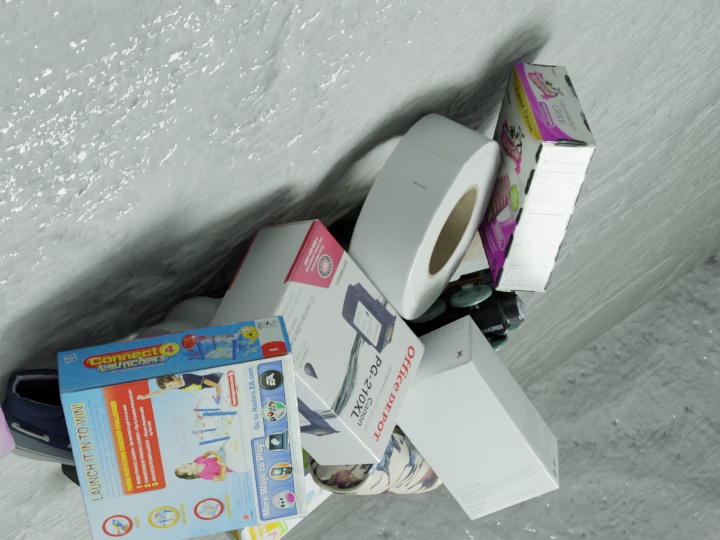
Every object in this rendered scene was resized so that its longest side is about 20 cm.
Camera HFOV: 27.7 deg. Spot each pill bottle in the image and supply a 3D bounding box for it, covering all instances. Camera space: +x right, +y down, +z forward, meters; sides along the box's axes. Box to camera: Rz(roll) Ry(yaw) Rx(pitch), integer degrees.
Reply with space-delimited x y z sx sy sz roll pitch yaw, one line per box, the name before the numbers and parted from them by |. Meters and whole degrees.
pill bottle | -0.128 0.072 1.440 0.200 0.111 0.111 -19 156 -53

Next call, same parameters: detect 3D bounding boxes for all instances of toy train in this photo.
toy train | 0.085 0.056 1.587 0.200 0.085 0.114 -17 -164 16

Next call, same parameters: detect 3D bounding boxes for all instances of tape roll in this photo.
tape roll | 0.064 -0.054 1.466 0.203 0.071 0.203 -54 162 -26

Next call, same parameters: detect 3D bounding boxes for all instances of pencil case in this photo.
pencil case | 0.027 0.195 1.543 0.089 0.078 0.200 -43 156 16

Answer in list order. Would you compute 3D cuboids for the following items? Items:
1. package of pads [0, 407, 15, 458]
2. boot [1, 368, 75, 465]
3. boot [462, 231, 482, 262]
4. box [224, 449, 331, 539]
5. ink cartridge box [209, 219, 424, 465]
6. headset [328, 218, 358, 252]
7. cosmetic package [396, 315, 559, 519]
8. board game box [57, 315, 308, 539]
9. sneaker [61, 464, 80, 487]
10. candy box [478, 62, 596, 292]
package of pads | -0.341 0.116 1.123 0.120 0.076 0.200 -31 164 -18
boot | -0.227 0.140 1.325 0.200 0.073 0.090 7 146 -15
boot | 0.089 -0.028 1.680 0.146 0.070 0.200 -54 161 -29
box | -0.085 0.204 1.603 0.200 0.112 0.101 -40 156 -19
ink cartridge box | -0.039 0.072 1.391 0.084 0.200 0.145 -7 -134 39
headset | 0.000 0.000 1.572 0.200 0.094 0.124 -47 168 -16
cosmetic package | 0.115 0.156 1.530 0.113 0.200 0.081 -23 -151 20
board game box | -0.152 0.147 1.282 0.195 0.056 0.200 -9 127 -8
sneaker | -0.214 0.183 1.478 0.200 0.091 0.076 -1 102 -52
candy box | 0.175 -0.095 1.514 0.061 0.136 0.200 3 131 -13
